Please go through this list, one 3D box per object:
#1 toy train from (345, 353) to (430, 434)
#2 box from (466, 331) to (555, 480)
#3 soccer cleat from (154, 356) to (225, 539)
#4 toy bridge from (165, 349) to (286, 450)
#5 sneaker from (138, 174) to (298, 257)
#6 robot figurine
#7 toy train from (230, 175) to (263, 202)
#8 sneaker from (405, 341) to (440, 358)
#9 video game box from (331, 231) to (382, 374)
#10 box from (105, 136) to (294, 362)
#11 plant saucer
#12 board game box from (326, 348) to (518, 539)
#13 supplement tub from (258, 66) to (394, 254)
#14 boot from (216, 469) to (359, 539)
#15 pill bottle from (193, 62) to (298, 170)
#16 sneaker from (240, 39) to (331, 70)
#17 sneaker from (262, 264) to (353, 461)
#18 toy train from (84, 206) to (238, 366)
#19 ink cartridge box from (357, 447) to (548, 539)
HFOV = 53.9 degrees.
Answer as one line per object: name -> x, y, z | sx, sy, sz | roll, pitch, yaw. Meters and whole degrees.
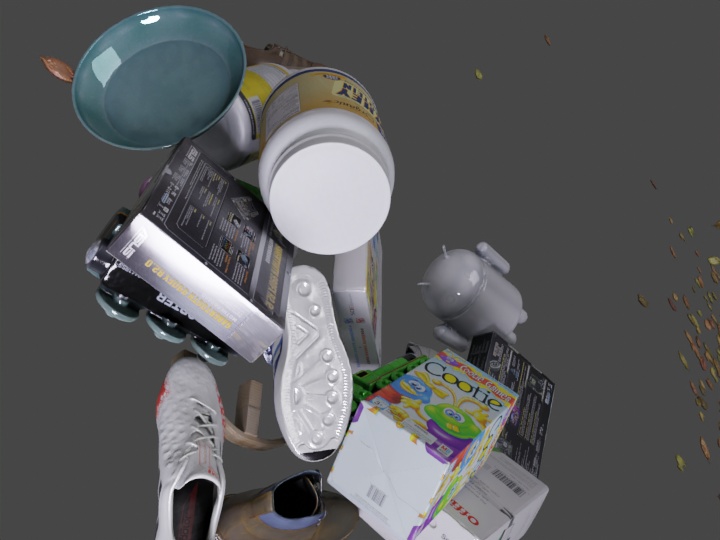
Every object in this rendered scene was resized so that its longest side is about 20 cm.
toy train -> 0.021, 0.139, 0.835 | 0.199, 0.056, 0.042 | -16, 120, -49
box -> 0.209, 0.218, 1.042 | 0.160, 0.043, 0.202 | 38, 55, -26
soccer cleat -> -0.149, 0.170, 0.633 | 0.068, 0.085, 0.203 | 11, 60, -24
toy bridge -> -0.119, 0.150, 0.749 | 0.199, 0.027, 0.068 | 30, 45, -32
sneaker -> -0.161, -0.032, 0.797 | 0.199, 0.080, 0.090 | 32, 57, -30
robot figurine -> 0.174, 0.043, 1.107 | 0.199, 0.112, 0.171 | 36, 75, -29
toy train -> -0.116, -0.077, 0.894 | 0.198, 0.056, 0.042 | 19, 51, -43
sneaker -> 0.056, 0.171, 0.929 | 0.081, 0.075, 0.200 | 30, 37, 8
video game box -> 0.000, 0.000, 0.903 | 0.183, 0.046, 0.202 | 83, 7, -51
box -> -0.137, -0.029, 0.669 | 0.158, 0.048, 0.201 | 42, 20, -22
plant saucer -> -0.221, -0.210, 0.795 | 0.036, 0.197, 0.203 | 78, 1, -63
board game box -> 0.072, 0.173, 0.743 | 0.104, 0.104, 0.199 | 31, 23, 22
supplement tub -> -0.039, -0.122, 0.769 | 0.144, 0.144, 0.201 | 37, 22, -27
boot -> -0.051, 0.244, 0.703 | 0.198, 0.096, 0.076 | 13, 55, -45
pill bottle -> -0.136, -0.205, 0.916 | 0.113, 0.111, 0.200 | 56, 35, -3
sneaker -> -0.108, -0.307, 1.059 | 0.199, 0.070, 0.076 | -11, 72, -53
sneaker -> -0.063, 0.105, 0.763 | 0.079, 0.147, 0.203 | -3, 72, -14
toy train -> -0.182, 0.016, 0.710 | 0.199, 0.086, 0.114 | 33, 12, -32
ink cartridge box -> 0.111, 0.268, 0.831 | 0.145, 0.085, 0.199 | 34, 20, 30
